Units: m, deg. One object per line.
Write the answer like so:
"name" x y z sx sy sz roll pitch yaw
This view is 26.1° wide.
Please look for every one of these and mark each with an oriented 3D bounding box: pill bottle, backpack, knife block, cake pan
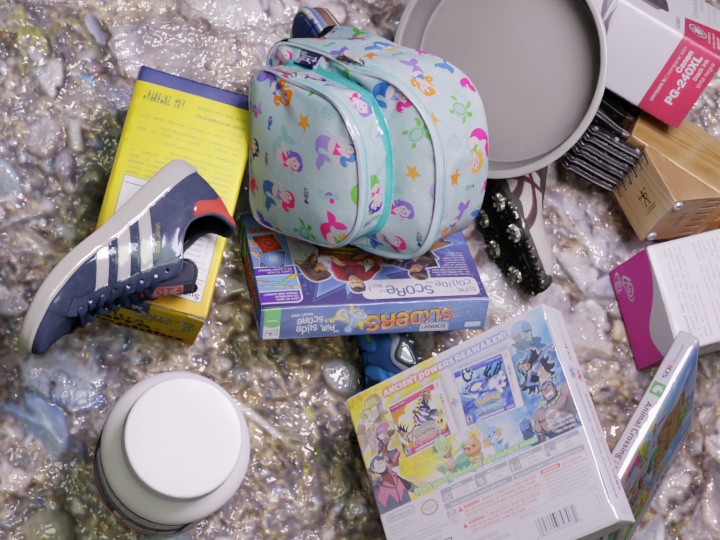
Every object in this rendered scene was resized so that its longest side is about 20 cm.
"pill bottle" -0.150 0.145 1.240 0.118 0.200 0.121 3 76 -12
"backpack" 0.005 -0.101 1.295 0.198 0.179 0.150 19 31 31
"knife block" 0.276 -0.119 1.466 0.198 0.064 0.177 -6 60 -32
"cake pan" 0.124 -0.181 1.359 0.198 0.037 0.203 1 93 24

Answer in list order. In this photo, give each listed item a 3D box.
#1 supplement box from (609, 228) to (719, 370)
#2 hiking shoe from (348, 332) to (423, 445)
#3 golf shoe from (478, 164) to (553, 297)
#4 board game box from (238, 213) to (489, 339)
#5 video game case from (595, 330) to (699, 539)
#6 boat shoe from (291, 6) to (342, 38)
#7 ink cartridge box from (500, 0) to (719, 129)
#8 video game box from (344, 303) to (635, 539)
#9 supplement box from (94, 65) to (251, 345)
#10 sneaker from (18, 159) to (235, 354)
"supplement box" 0.348 0.016 1.437 0.198 0.101 0.104 -14 80 -16
"hiking shoe" 0.022 0.115 1.355 0.086 0.074 0.201 -25 76 -5
"golf shoe" 0.146 -0.079 1.428 0.087 0.077 0.202 -18 81 -22
"board game box" 0.000 0.000 1.355 0.197 0.035 0.136 -2 38 -12
"video game case" 0.239 0.169 1.330 0.022 0.200 0.183 26 70 21
"boat shoe" 0.009 -0.158 1.424 0.072 0.072 0.201 -29 87 -29
"ink cartridge box" 0.232 -0.237 1.444 0.199 0.084 0.146 30 29 -5
"video game box" 0.099 0.151 1.247 0.199 0.047 0.184 -27 69 24
"supplement box" -0.165 -0.053 1.332 0.108 0.110 0.202 15 74 -7
"sneaker" -0.178 0.005 1.218 0.084 0.075 0.200 41 72 5
